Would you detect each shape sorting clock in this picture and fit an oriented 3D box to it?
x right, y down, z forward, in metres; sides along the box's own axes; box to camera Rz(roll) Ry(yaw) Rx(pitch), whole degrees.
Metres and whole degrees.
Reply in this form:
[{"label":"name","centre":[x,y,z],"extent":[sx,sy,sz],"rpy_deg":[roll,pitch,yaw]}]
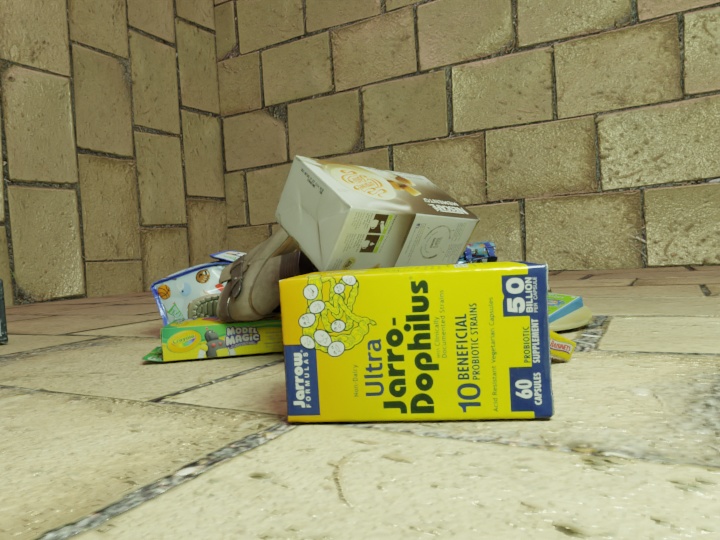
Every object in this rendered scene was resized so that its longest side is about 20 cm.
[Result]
[{"label":"shape sorting clock","centre":[0.248,0.065,0.870],"extent":[0.196,0.040,0.200],"rpy_deg":[-5,13,1]}]

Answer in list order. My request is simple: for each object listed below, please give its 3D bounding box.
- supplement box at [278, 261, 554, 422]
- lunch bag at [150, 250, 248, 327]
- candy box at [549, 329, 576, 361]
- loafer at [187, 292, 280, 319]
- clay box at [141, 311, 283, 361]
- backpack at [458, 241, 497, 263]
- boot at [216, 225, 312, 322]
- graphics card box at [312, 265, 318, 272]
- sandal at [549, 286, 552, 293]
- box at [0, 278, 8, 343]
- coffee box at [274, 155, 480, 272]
[{"label":"supplement box","centre":[0.044,0.053,0.463],"extent":[0.196,0.111,0.109],"rpy_deg":[-4,1,8]},{"label":"lunch bag","centre":[-0.250,0.030,1.042],"extent":[0.197,0.126,0.170],"rpy_deg":[-18,2,6]},{"label":"candy box","centre":[0.137,0.043,0.649],"extent":[0.101,0.027,0.199],"rpy_deg":[24,4,-33]},{"label":"loafer","centre":[-0.184,0.076,0.920],"extent":[0.197,0.077,0.068],"rpy_deg":[7,-6,-33]},{"label":"clay box","centre":[-0.192,0.089,0.790],"extent":[0.196,0.049,0.115],"rpy_deg":[-3,1,-9]},{"label":"backpack","centre":[0.193,0.011,1.281],"extent":[0.196,0.137,0.182],"rpy_deg":[-6,1,-11]},{"label":"boot","centre":[-0.122,-0.019,0.766],"extent":[0.145,0.071,0.202],"rpy_deg":[-22,33,26]},{"label":"graphics card box","centre":[-0.077,0.037,0.981],"extent":[0.051,0.126,0.200],"rpy_deg":[-34,3,-2]},{"label":"sandal","centre":[0.324,0.040,1.053],"extent":[0.056,0.081,0.201],"rpy_deg":[11,5,15]},{"label":"box","centre":[-0.771,0.080,1.016],"extent":[0.198,0.126,0.197],"rpy_deg":[-2,3,41]},{"label":"coffee box","centre":[0.021,-0.057,0.636],"extent":[0.198,0.081,0.114],"rpy_deg":[1,34,-41]}]
